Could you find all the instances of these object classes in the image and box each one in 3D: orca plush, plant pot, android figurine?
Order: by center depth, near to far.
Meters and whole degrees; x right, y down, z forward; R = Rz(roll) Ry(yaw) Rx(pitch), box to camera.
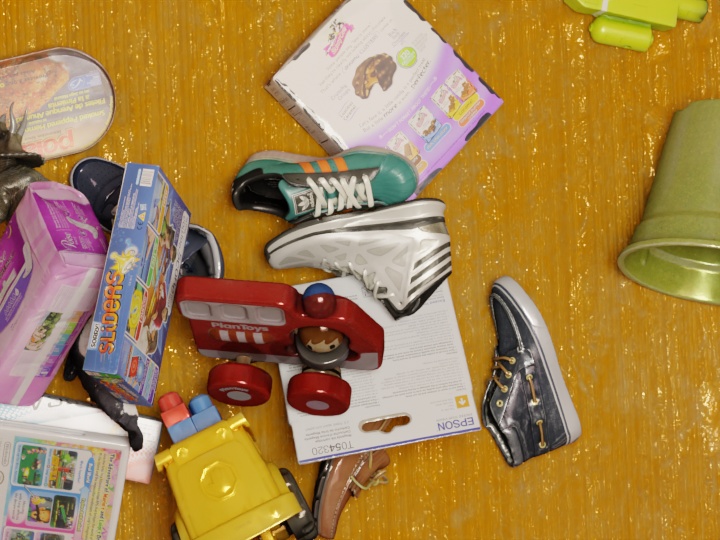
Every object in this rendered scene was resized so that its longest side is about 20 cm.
[{"bbox_3d":[-0.266,0.100,1.573,0.071,0.105,0.201,-37,64,23],"label":"orca plush"},{"bbox_3d":[0.394,-0.080,1.695,0.199,0.200,0.186,15,74,-11],"label":"plant pot"},{"bbox_3d":[0.301,-0.343,1.743,0.198,0.041,0.184,8,87,-12],"label":"android figurine"}]

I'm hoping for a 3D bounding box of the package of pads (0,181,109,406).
[{"bbox_3d":[-0.320,0.024,1.516,0.075,0.121,0.201,6,131,-41],"label":"package of pads"}]

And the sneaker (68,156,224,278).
[{"bbox_3d":[-0.216,-0.047,1.592,0.200,0.108,0.070,43,80,-8],"label":"sneaker"}]

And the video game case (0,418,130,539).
[{"bbox_3d":[-0.337,0.248,1.564,0.180,0.024,0.202,9,109,-10],"label":"video game case"}]

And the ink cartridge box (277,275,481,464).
[{"bbox_3d":[0.011,0.098,1.621,0.195,0.043,0.202,-9,66,-5],"label":"ink cartridge box"}]

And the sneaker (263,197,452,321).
[{"bbox_3d":[0.000,0.000,1.605,0.199,0.076,0.116,-12,82,12],"label":"sneaker"}]

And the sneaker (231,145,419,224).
[{"bbox_3d":[-0.040,-0.082,1.604,0.198,0.080,0.072,0,121,18],"label":"sneaker"}]

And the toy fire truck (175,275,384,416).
[{"bbox_3d":[-0.076,0.059,1.525,0.198,0.168,0.113,5,65,5],"label":"toy fire truck"}]

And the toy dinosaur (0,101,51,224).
[{"bbox_3d":[-0.332,-0.058,1.564,0.102,0.077,0.201,-32,108,9],"label":"toy dinosaur"}]

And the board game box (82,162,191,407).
[{"bbox_3d":[-0.209,0.016,1.465,0.034,0.135,0.202,7,73,9],"label":"board game box"}]

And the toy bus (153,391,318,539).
[{"bbox_3d":[-0.143,0.214,1.574,0.135,0.200,0.193,-27,75,-6],"label":"toy bus"}]

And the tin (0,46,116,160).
[{"bbox_3d":[-0.353,-0.163,1.603,0.198,0.042,0.113,-14,88,-12],"label":"tin"}]

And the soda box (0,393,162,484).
[{"bbox_3d":[-0.307,0.166,1.591,0.198,0.064,0.069,13,86,-12],"label":"soda box"}]

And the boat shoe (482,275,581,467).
[{"bbox_3d":[0.166,0.112,1.686,0.090,0.071,0.202,-24,96,-16],"label":"boat shoe"}]

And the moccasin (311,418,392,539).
[{"bbox_3d":[0.005,0.194,1.656,0.077,0.074,0.203,24,74,-2],"label":"moccasin"}]

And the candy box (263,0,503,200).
[{"bbox_3d":[0.024,-0.190,1.665,0.200,0.072,0.168,45,81,-8],"label":"candy box"}]
